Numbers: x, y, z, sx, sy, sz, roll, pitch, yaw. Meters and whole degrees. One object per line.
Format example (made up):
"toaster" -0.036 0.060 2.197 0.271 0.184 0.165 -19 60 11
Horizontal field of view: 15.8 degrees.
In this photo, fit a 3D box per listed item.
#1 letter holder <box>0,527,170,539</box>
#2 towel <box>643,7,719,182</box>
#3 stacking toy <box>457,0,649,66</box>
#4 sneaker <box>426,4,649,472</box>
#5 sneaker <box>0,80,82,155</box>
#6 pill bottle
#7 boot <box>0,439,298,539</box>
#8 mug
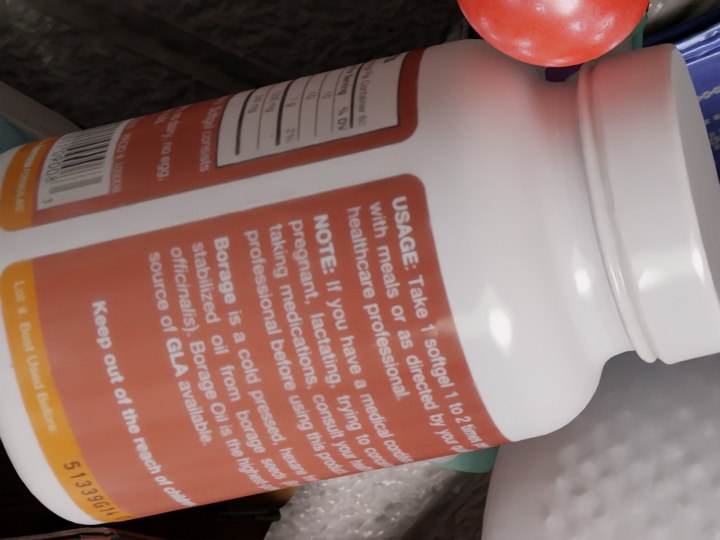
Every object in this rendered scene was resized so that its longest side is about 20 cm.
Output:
"letter holder" -0.099 0.145 0.838 0.141 0.101 0.200 -6 168 19
"towel" 0.173 -0.027 0.885 0.144 0.024 0.200 -22 133 9
"stacking toy" 0.080 -0.146 0.659 0.085 0.085 0.201 22 97 -29
"sneaker" 0.004 -0.037 0.804 0.139 0.078 0.201 15 112 -5
"sneaker" -0.129 -0.020 0.783 0.074 0.082 0.200 -32 132 18
"pill bottle" 0.000 0.000 0.725 0.199 0.113 0.112 -12 135 14
"boot" -0.107 0.061 0.854 0.199 0.069 0.189 3 144 -15
"mug" 0.136 0.110 0.798 0.174 0.148 0.201 7 129 23
